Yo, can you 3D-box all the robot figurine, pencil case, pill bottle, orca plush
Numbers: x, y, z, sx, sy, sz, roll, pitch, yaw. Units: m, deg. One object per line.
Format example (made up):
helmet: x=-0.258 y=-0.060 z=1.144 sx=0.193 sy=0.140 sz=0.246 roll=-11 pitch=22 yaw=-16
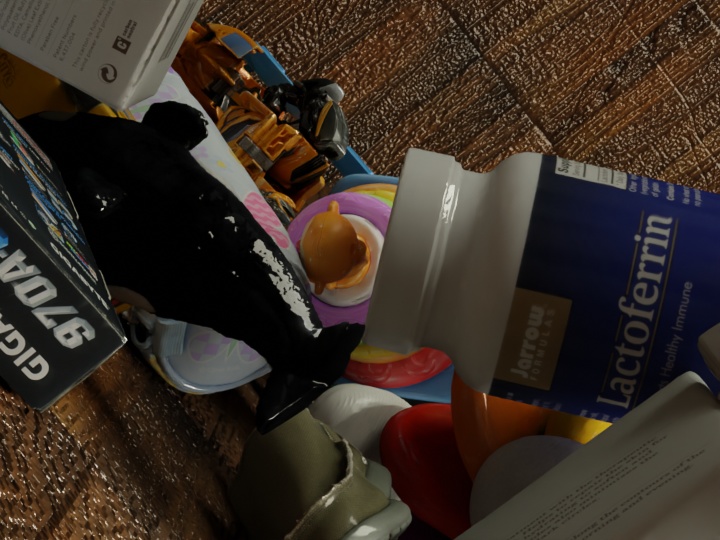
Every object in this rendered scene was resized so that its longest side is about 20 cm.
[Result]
robot figurine: x=-0.087 y=-0.069 z=1.403 sx=0.058 sy=0.145 sz=0.200 roll=45 pitch=-2 yaw=-33
pencil case: x=-0.097 y=-0.028 z=1.266 sx=0.200 sy=0.090 sz=0.084 roll=-122 pitch=-159 yaw=-43
pill bottle: x=0.107 y=0.010 z=1.200 sx=0.198 sy=0.117 sz=0.116 roll=12 pitch=4 yaw=2
orca plush: x=-0.095 y=-0.008 z=1.059 sx=0.200 sy=0.105 sz=0.071 roll=51 pitch=19 yaw=28

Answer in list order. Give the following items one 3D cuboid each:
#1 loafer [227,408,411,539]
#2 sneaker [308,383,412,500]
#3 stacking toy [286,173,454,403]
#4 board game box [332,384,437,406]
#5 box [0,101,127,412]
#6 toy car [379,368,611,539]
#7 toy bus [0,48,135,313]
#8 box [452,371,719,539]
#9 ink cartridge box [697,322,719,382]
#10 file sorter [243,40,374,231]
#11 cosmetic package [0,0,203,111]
loafer: x=-0.028 y=0.102 z=1.087 sx=0.070 sy=0.075 sz=0.200 roll=40 pitch=0 yaw=-4
sneaker: x=-0.012 y=0.093 z=1.392 sx=0.088 sy=0.075 sz=0.200 roll=36 pitch=-4 yaw=21
stacking toy: x=0.000 y=0.000 z=1.309 sx=0.109 sy=0.117 sz=0.200 roll=10 pitch=-4 yaw=14
board game box: x=0.060 y=0.090 z=1.473 sx=0.199 sy=0.028 sz=0.135 roll=10 pitch=-24 yaw=25
box: x=-0.173 y=-0.060 z=0.939 sx=0.200 sy=0.046 sz=0.159 roll=50 pitch=4 yaw=-31
toy car: x=0.077 y=0.129 z=1.308 sx=0.175 sy=0.149 sz=0.201 roll=-52 pitch=147 yaw=-60
toy bus: x=-0.147 y=-0.074 z=1.218 sx=0.078 sy=0.065 sz=0.200 roll=48 pitch=6 yaw=-47
box: x=0.127 y=0.187 z=1.084 sx=0.200 sy=0.199 sz=0.171 roll=53 pitch=4 yaw=-9
ink cartridge box: x=0.230 y=0.093 z=1.042 sx=0.146 sy=0.084 sz=0.200 roll=52 pitch=5 yaw=-24
file sorter: x=-0.030 y=-0.010 z=1.555 sx=0.139 sy=0.123 sz=0.200 roll=51 pitch=3 yaw=39
cosmetic package: x=-0.161 y=-0.149 z=1.068 sx=0.199 sy=0.085 sz=0.108 roll=29 pitch=9 yaw=-2
